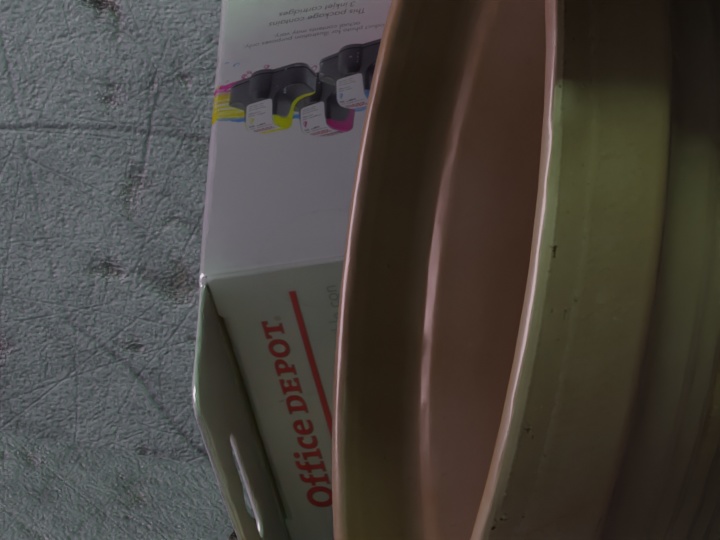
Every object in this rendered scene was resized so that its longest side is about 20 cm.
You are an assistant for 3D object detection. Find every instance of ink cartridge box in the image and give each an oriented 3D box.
[{"bbox_3d":[0.000,0.000,0.838,0.200,0.068,0.115,-88,-13,-47],"label":"ink cartridge box"}]

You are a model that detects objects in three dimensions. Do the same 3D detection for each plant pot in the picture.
[{"bbox_3d":[0.058,0.001,0.659,0.201,0.093,0.201,-173,90,-78],"label":"plant pot"}]

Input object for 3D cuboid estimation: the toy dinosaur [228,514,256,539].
[{"bbox_3d":[0.024,0.076,0.896,0.077,0.102,0.200,81,-152,-44],"label":"toy dinosaur"}]
